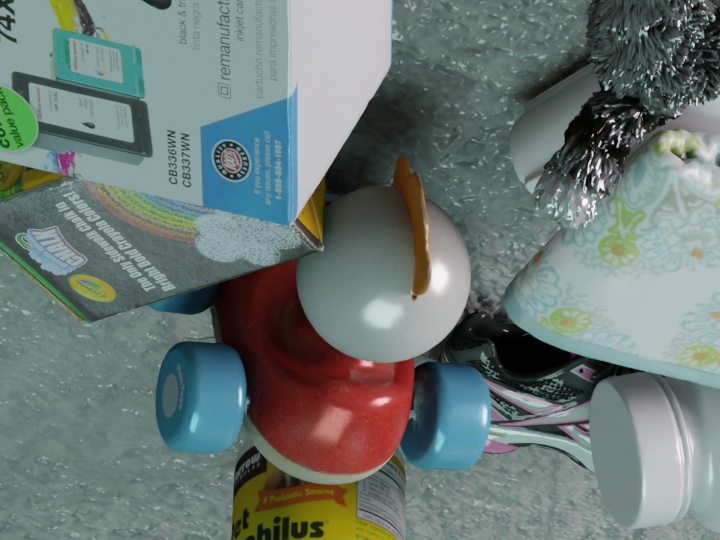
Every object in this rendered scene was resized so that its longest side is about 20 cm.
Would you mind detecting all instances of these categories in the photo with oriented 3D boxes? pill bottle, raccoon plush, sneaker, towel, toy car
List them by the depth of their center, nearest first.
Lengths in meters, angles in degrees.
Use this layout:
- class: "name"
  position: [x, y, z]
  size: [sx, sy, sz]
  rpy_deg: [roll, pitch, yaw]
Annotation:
- class: "raccoon plush"
  position: [0.132, -0.130, 1.387]
  size: [0.097, 0.200, 0.134]
  rpy_deg: [13, 158, 44]
- class: "towel"
  position: [0.202, -0.003, 1.543]
  size: [0.199, 0.048, 0.171]
  rpy_deg: [14, 141, -22]
- class: "toy car"
  position: [0.000, 0.000, 1.560]
  size: [0.184, 0.177, 0.200]
  rpy_deg: [7, 143, -24]
- class: "pill bottle"
  position: [0.244, 0.093, 1.686]
  size: [0.199, 0.120, 0.120]
  rpy_deg: [-8, 146, -14]
- class: "sneaker"
  position: [0.140, 0.071, 1.739]
  size: [0.199, 0.080, 0.086]
  rpy_deg: [4, 134, -13]
- class: "pill bottle"
  position: [-0.026, 0.167, 1.766]
  size: [0.109, 0.200, 0.109]
  rpy_deg: [1, 144, 0]

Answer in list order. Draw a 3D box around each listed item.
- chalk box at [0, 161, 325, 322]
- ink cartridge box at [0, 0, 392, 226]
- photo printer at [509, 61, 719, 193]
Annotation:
- class: "chalk box"
  position: [-0.131, -0.063, 1.522]
  size: [0.200, 0.124, 0.124]
  rpy_deg: [-16, 142, 23]
- class: "ink cartridge box"
  position: [-0.100, -0.137, 1.331]
  size: [0.199, 0.146, 0.147]
  rpy_deg: [12, 129, 15]
- class: "photo printer"
  position: [0.207, -0.076, 1.537]
  size: [0.166, 0.070, 0.200]
  rpy_deg: [30, 135, -34]
